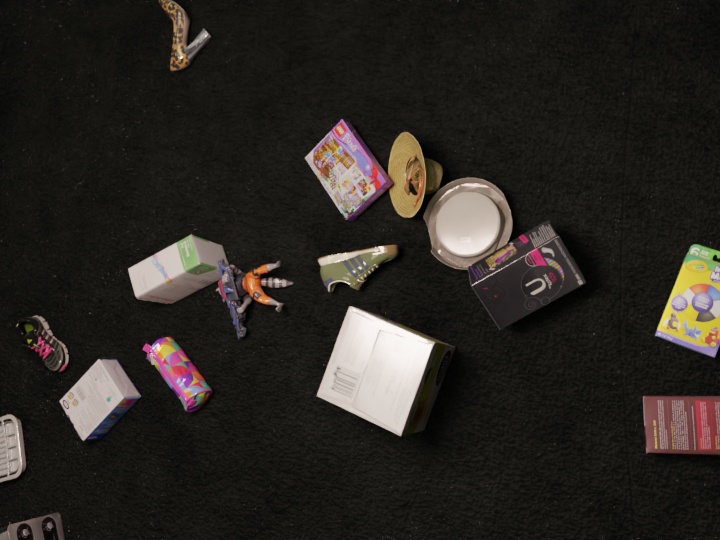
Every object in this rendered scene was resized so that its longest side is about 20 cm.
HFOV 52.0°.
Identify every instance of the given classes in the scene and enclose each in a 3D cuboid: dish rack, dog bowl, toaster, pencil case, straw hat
[{"bbox_3d":[-1.000,0.499,2.038,0.199,0.044,0.172,-18,76,19],"label":"dish rack"},{"bbox_3d":[0.239,-0.098,1.614,0.199,0.059,0.201,-4,81,22],"label":"dog bowl"},{"bbox_3d":[-0.886,0.713,1.883,0.199,0.181,0.119,-27,74,15],"label":"toaster"},{"bbox_3d":[-0.452,0.255,1.830,0.200,0.088,0.088,44,99,21],"label":"pencil case"},{"bbox_3d":[0.138,-0.211,1.653,0.085,0.201,0.202,-4,77,-20],"label":"straw hat"}]

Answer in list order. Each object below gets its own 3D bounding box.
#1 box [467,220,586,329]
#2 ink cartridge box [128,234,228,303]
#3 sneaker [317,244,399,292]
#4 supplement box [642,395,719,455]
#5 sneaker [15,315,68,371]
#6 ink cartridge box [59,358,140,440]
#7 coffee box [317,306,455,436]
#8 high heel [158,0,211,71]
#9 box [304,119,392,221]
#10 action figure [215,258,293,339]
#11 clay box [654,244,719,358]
[{"bbox_3d":[0.335,0.009,1.508,0.200,0.106,0.122,-32,107,15],"label":"box"},{"bbox_3d":[-0.448,0.002,1.832,0.199,0.145,0.088,-27,72,17],"label":"ink cartridge box"},{"bbox_3d":[0.000,0.000,1.698,0.199,0.067,0.090,-10,86,21],"label":"sneaker"},{"bbox_3d":[0.639,0.290,1.387,0.199,0.061,0.109,-3,80,21],"label":"supplement box"},{"bbox_3d":[-0.872,0.198,2.008,0.074,0.087,0.200,-46,69,10],"label":"sneaker"},{"bbox_3d":[-0.685,0.344,1.915,0.200,0.076,0.137,-44,68,9],"label":"ink cartridge box"},{"bbox_3d":[0.060,0.212,1.563,0.199,0.198,0.201,21,89,22],"label":"coffee box"},{"bbox_3d":[-0.514,-0.640,1.997,0.200,0.071,0.143,44,93,13],"label":"high heel"},{"bbox_3d":[-0.030,-0.236,1.744,0.137,0.039,0.200,-42,68,23],"label":"box"},{"bbox_3d":[-0.265,0.060,1.797,0.193,0.105,0.201,2,107,30],"label":"action figure"},{"bbox_3d":[0.659,0.054,1.423,0.115,0.048,0.201,21,91,23],"label":"clay box"}]
